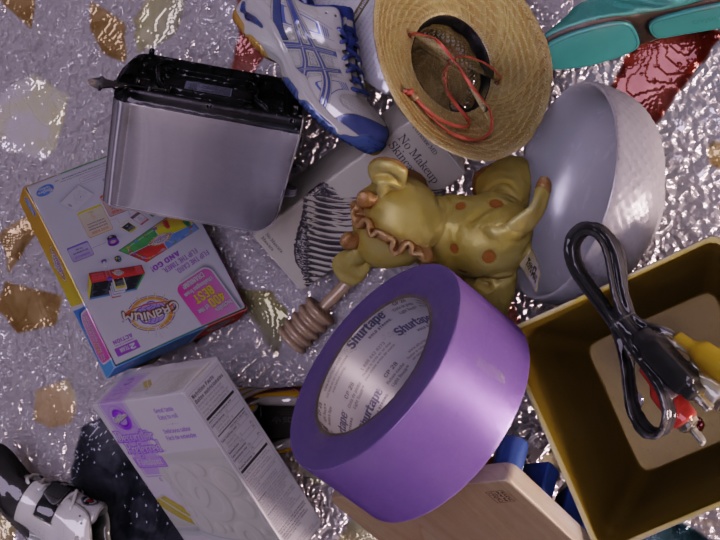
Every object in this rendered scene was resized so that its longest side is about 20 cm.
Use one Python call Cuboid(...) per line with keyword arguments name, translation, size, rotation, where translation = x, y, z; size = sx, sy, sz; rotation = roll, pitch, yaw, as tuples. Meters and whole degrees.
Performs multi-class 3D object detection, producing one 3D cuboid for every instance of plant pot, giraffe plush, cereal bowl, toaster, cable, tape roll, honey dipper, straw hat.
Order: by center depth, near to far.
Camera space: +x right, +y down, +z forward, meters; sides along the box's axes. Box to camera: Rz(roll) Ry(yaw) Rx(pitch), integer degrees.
Cuboid(name="cable", translation=(0.225, 0.054, 1.180), size=(0.097, 0.050, 0.200), rotation=(-50, 63, 28))
Cuboid(name="tape roll", translation=(0.038, 0.099, 1.201), size=(0.085, 0.200, 0.200), rotation=(39, 103, -24))
Cuboid(name="plant pot", translation=(0.266, 0.101, 1.267), size=(0.199, 0.176, 0.201), rotation=(-26, 83, 15))
Cuboid(name="giraffe plush", translation=(0.062, -0.033, 1.290), size=(0.161, 0.200, 0.174), rotation=(14, 94, -8))
Cuboid(name="cereal bowl", translation=(0.209, -0.062, 1.296), size=(0.083, 0.200, 0.201), rotation=(12, 94, -19))
Cuboid(name="straw hat", translation=(0.071, -0.176, 1.309), size=(0.085, 0.200, 0.202), rotation=(-34, 77, 55))
Cuboid(name="toaster", translation=(-0.151, -0.126, 1.365), size=(0.199, 0.181, 0.119), rotation=(10, 108, -6))
Cuboid(name="honey dipper", translation=(0.000, 0.000, 1.428), size=(0.200, 0.038, 0.038), rotation=(-45, 78, 7))

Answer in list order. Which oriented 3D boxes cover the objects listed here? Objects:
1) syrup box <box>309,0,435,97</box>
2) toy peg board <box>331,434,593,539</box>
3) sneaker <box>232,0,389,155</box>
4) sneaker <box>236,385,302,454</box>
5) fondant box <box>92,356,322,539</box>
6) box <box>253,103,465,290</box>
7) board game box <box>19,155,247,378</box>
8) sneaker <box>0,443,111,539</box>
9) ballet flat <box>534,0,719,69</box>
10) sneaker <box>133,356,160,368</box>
Cuboid(name="syrup box", translation=(-0.021, -0.249, 1.411), size=(0.200, 0.079, 0.082), rotation=(37, 100, 15))
Cuboid(name="toy peg board", translation=(0.118, 0.202, 1.286), size=(0.198, 0.200, 0.098), rotation=(-14, 44, 41))
Cuboid(name="sneaker", translation=(-0.031, -0.196, 1.331), size=(0.088, 0.075, 0.200), rotation=(-43, 76, 11))
Cuboid(name="sneaker", translation=(-0.119, 0.147, 1.431), size=(0.199, 0.090, 0.075), rotation=(-10, 86, 17))
Cuboid(name="fondant box", translation=(-0.145, 0.183, 1.385), size=(0.144, 0.058, 0.201), rotation=(-11, 115, 44))
Cuboid(name="box", translation=(-0.003, -0.076, 1.396), size=(0.200, 0.068, 0.082), rotation=(-36, 112, 15))
Cuboid(name="board game box", translation=(-0.224, -0.015, 1.445), size=(0.152, 0.040, 0.201), rotation=(-23, 80, -27))
Cuboid(name="sneaker", translation=(-0.305, 0.245, 1.501), size=(0.088, 0.074, 0.200), rotation=(-39, 89, 13))
Cuboid(name="ballet flat", translation=(0.253, -0.240, 1.342), size=(0.199, 0.067, 0.071), rotation=(-13, 61, 17))
Cuboid(name="sneaker", translation=(-0.256, 0.002, 1.478), size=(0.070, 0.075, 0.201), rotation=(-26, 82, 27))
